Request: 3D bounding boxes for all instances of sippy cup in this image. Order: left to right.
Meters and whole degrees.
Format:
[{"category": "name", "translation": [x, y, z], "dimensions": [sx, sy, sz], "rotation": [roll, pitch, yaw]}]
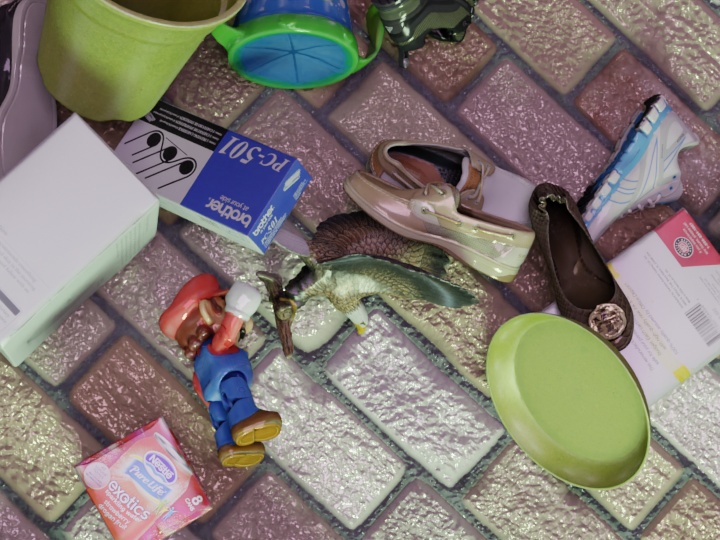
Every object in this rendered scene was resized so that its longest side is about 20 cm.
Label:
[{"category": "sippy cup", "translation": [-0.069, -0.274, 1.760], "dimensions": [0.139, 0.178, 0.131], "rotation": [-10, 68, 26]}]

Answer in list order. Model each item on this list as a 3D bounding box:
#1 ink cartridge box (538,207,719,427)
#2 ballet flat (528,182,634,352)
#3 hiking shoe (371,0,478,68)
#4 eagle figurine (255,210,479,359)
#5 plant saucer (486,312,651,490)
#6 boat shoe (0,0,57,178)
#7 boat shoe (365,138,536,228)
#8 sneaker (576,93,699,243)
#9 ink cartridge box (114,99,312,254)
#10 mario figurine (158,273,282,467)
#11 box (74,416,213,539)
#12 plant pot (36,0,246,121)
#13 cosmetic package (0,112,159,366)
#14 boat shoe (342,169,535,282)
[{"category": "ink cartridge box", "translation": [0.292, 0.054, 1.776], "dimensions": [0.200, 0.083, 0.145], "rotation": [-34, 86, -12]}, {"category": "ballet flat", "translation": [0.219, -0.007, 1.719], "dimensions": [0.067, 0.046, 0.200], "rotation": [-18, 62, -2]}, {"category": "hiking shoe", "translation": [0.093, -0.298, 1.816], "dimensions": [0.200, 0.076, 0.101], "rotation": [-37, 129, -28]}, {"category": "eagle figurine", "translation": [0.001, 0.004, 1.726], "dimensions": [0.200, 0.151, 0.152], "rotation": [-21, 70, 0]}, {"category": "plant saucer", "translation": [0.214, 0.126, 1.711], "dimensions": [0.031, 0.200, 0.200], "rotation": [-33, 87, -38]}, {"category": "boat shoe", "translation": [-0.353, -0.179, 1.735], "dimensions": [0.074, 0.060, 0.201], "rotation": [8, 84, -50]}, {"category": "boat shoe", "translation": [0.105, -0.087, 1.779], "dimensions": [0.199, 0.068, 0.075], "rotation": [14, 77, -7]}, {"category": "sneaker", "translation": [0.293, -0.087, 1.806], "dimensions": [0.087, 0.075, 0.200], "rotation": [37, 78, -7]}, {"category": "ink cartridge box", "translation": [-0.155, -0.097, 1.705], "dimensions": [0.200, 0.044, 0.094], "rotation": [24, 75, 30]}, {"category": "mario figurine", "translation": [-0.122, 0.089, 1.699], "dimensions": [0.123, 0.106, 0.200], "rotation": [-31, 61, 17]}, {"category": "box", "translation": [-0.204, 0.207, 1.624], "dimensions": [0.095, 0.200, 0.100], "rotation": [-29, 86, -9]}, {"category": "plant pot", "translation": [-0.230, -0.251, 1.668], "dimensions": [0.200, 0.184, 0.201], "rotation": [15, 49, -18]}, {"category": "cosmetic package", "translation": [-0.305, -0.026, 1.646], "dimensions": [0.200, 0.199, 0.123], "rotation": [-43, 89, -12]}, {"category": "boat shoe", "translation": [0.079, -0.060, 1.726], "dimensions": [0.200, 0.072, 0.065], "rotation": [27, 108, 2]}]
